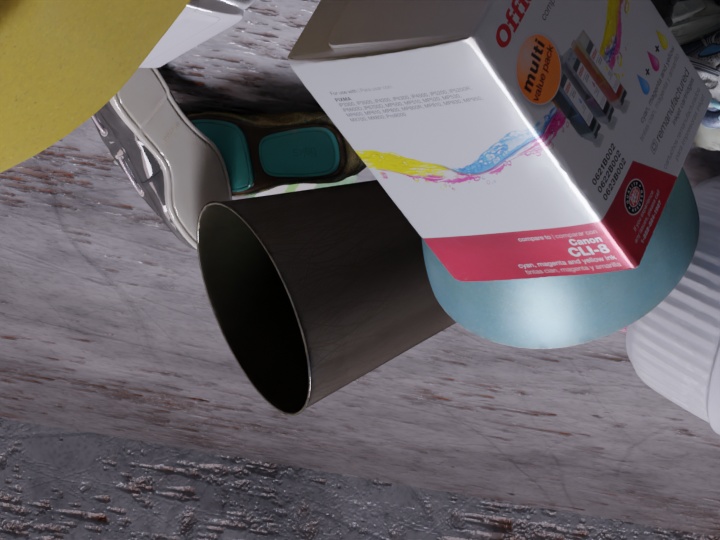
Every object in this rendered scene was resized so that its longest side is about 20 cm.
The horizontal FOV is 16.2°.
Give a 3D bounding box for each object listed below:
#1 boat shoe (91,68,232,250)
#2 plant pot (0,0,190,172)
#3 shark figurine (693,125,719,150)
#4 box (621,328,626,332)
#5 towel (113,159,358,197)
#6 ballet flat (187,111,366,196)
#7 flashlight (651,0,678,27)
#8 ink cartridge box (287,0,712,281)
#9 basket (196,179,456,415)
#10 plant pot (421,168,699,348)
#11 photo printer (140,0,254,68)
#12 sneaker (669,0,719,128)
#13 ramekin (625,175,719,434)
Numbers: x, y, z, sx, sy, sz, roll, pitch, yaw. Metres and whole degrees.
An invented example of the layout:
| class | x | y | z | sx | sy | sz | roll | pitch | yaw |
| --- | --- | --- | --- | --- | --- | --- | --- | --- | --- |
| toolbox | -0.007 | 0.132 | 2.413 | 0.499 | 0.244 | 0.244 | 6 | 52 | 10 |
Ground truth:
| class | x | y | z | sx | sy | sz | roll | pitch | yaw |
| --- | --- | --- | --- | --- | --- | --- | --- | --- | --- |
| boat shoe | -0.159 | -0.097 | 1.964 | 0.057 | 0.067 | 0.200 | 20 | 148 | 42 |
| plant pot | -0.219 | -0.170 | 1.394 | 0.194 | 0.201 | 0.196 | 27 | 170 | 15 |
| shark figurine | 0.297 | -0.083 | 1.708 | 0.089 | 0.215 | 0.128 | -25 | 136 | -11 |
| box | 0.187 | -0.017 | 2.051 | 0.199 | 0.100 | 0.095 | 15 | 165 | -23 |
| towel | -0.106 | -0.091 | 2.131 | 0.199 | 0.024 | 0.153 | 11 | 167 | -8 |
| ballet flat | -0.070 | -0.096 | 2.005 | 0.199 | 0.071 | 0.071 | 1 | 164 | 39 |
| flashlight | 0.126 | -0.150 | 1.626 | 0.068 | 0.068 | 0.200 | 28 | 161 | -16 |
| ink cartridge box | 0.085 | -0.114 | 1.495 | 0.144 | 0.146 | 0.200 | -4 | 138 | 42 |
| basket | 0.000 | 0.000 | 1.953 | 0.199 | 0.181 | 0.136 | -19 | 155 | -28 |
| plant pot | 0.127 | -0.065 | 1.765 | 0.199 | 0.201 | 0.135 | 4 | 141 | 23 |
| photo printer | -0.174 | -0.193 | 1.658 | 0.166 | 0.070 | 0.200 | 15 | 166 | -22 |
| sneaker | 0.252 | -0.128 | 1.576 | 0.077 | 0.087 | 0.200 | 17 | 165 | -30 |
| ramekin | 0.287 | 0.021 | 1.938 | 0.105 | 0.201 | 0.200 | 24 | 173 | 24 |
